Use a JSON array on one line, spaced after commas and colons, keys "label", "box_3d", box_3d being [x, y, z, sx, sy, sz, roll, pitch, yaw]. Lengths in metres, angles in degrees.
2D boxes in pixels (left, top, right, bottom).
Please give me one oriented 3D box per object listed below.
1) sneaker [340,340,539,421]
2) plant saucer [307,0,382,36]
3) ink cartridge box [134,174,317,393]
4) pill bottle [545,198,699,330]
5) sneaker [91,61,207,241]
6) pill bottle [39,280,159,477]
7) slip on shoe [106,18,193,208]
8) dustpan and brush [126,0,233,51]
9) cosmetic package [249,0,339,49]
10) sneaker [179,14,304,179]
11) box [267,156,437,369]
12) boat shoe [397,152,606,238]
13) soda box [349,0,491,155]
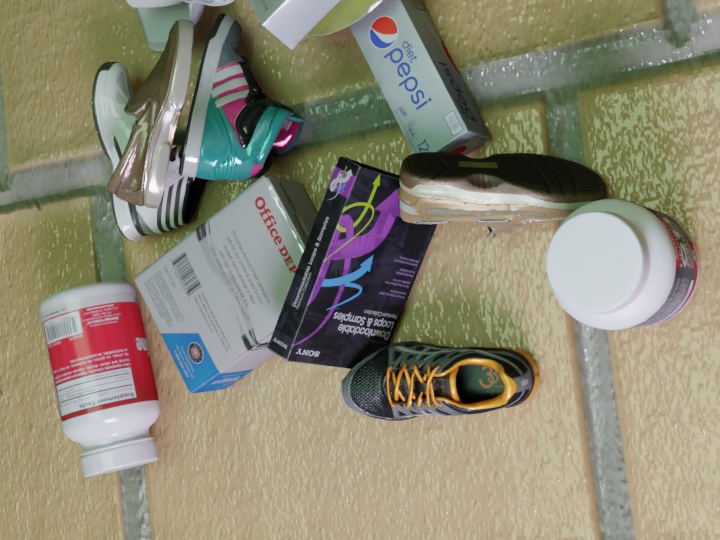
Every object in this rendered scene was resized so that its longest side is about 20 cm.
[{"label": "sneaker", "box_3d": [0.073, 0.108, 1.193, 0.197, 0.077, 0.080, -8, 91, 15]}, {"label": "plant saucer", "box_3d": [-0.018, -0.332, 1.242, 0.198, 0.031, 0.202, -23, 52, 32]}, {"label": "ink cartridge box", "box_3d": [-0.122, 0.016, 1.303, 0.199, 0.084, 0.147, -35, 74, 20]}, {"label": "pill bottle", "box_3d": [0.227, -0.004, 1.069, 0.109, 0.199, 0.113, 0, 89, 24]}, {"label": "sneaker", "box_3d": [-0.228, -0.142, 1.376, 0.114, 0.076, 0.204, -10, 92, 17]}, {"label": "pill bottle", "box_3d": [-0.287, 0.122, 1.366, 0.111, 0.112, 0.203, -17, 82, 24]}, {"label": "slip on shoe", "box_3d": [-0.220, -0.169, 1.296, 0.060, 0.076, 0.203, 13, 101, -10]}, {"label": "dustpan and brush", "box_3d": [-0.197, -0.300, 1.315, 0.198, 0.057, 0.141, 6, 124, 35]}, {"label": "cosmetic package", "box_3d": [-0.060, -0.335, 1.223, 0.151, 0.051, 0.201, -44, 43, 16]}, {"label": "sneaker", "box_3d": [-0.118, -0.178, 1.305, 0.119, 0.084, 0.202, 13, 62, -9]}, {"label": "box", "box_3d": [0.000, 0.000, 1.211, 0.036, 0.142, 0.202, 30, 103, 40]}, {"label": "boat shoe", "box_3d": [0.134, -0.067, 1.177, 0.197, 0.072, 0.077, 6, 126, 2]}, {"label": "soda box", "box_3d": [0.053, -0.205, 1.232, 0.063, 0.068, 0.202, -32, 75, 24]}]
